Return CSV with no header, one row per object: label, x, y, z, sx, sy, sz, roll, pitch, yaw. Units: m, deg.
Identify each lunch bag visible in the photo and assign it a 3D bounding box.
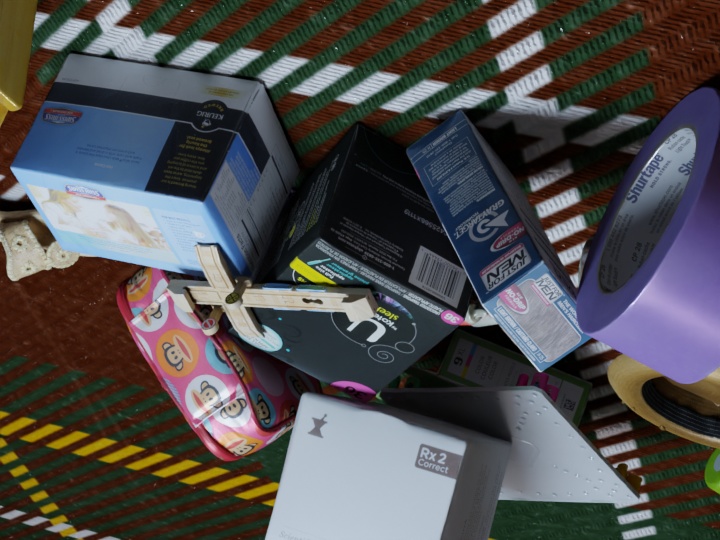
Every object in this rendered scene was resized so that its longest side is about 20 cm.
lunch bag,-0.121,0.064,1.869,0.082,0.176,0.201,-35,85,26

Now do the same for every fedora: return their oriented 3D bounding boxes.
fedora,0.313,0.090,1.771,0.199,0.082,0.201,18,159,7

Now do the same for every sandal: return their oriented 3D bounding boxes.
sandal,-0.355,-0.023,2.091,0.210,0.070,0.078,14,153,18

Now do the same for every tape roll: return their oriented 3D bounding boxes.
tape roll,0.242,-0.026,1.470,0.084,0.201,0.200,27,154,-9

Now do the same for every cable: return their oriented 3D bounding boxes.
cable,0.070,0.044,1.883,0.199,0.097,0.051,-23,86,51

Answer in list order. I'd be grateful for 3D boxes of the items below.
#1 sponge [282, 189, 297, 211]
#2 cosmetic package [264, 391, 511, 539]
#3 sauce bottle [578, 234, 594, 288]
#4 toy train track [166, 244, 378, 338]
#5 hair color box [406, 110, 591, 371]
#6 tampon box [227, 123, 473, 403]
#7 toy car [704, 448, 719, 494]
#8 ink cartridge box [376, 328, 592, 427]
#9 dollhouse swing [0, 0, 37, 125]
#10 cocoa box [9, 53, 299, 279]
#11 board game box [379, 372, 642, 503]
sponge,-0.053,-0.024,1.909,0.199,0.030,0.111,35,151,-21
cosmetic package,0.027,0.215,1.874,0.163,0.167,0.200,14,179,18
sauce bottle,0.279,0.012,1.668,0.198,0.065,0.065,9,151,29
toy train track,-0.080,0.030,1.709,0.198,0.033,0.115,2,138,29
hair color box,0.109,-0.025,1.595,0.060,0.201,0.100,-35,131,10
tampon box,0.000,0.000,1.767,0.149,0.127,0.200,28,145,-13
toy car,0.407,0.276,1.911,0.163,0.201,0.158,31,153,-17
ink cartridge box,0.121,0.118,2.004,0.198,0.060,0.104,21,154,4
dollhouse swing,-0.393,-0.215,1.676,0.175,0.184,0.199,16,164,-39
cocoa box,-0.177,-0.088,1.765,0.198,0.132,0.134,10,151,24
board game box,0.148,0.163,1.967,0.199,0.026,0.200,-3,142,42
